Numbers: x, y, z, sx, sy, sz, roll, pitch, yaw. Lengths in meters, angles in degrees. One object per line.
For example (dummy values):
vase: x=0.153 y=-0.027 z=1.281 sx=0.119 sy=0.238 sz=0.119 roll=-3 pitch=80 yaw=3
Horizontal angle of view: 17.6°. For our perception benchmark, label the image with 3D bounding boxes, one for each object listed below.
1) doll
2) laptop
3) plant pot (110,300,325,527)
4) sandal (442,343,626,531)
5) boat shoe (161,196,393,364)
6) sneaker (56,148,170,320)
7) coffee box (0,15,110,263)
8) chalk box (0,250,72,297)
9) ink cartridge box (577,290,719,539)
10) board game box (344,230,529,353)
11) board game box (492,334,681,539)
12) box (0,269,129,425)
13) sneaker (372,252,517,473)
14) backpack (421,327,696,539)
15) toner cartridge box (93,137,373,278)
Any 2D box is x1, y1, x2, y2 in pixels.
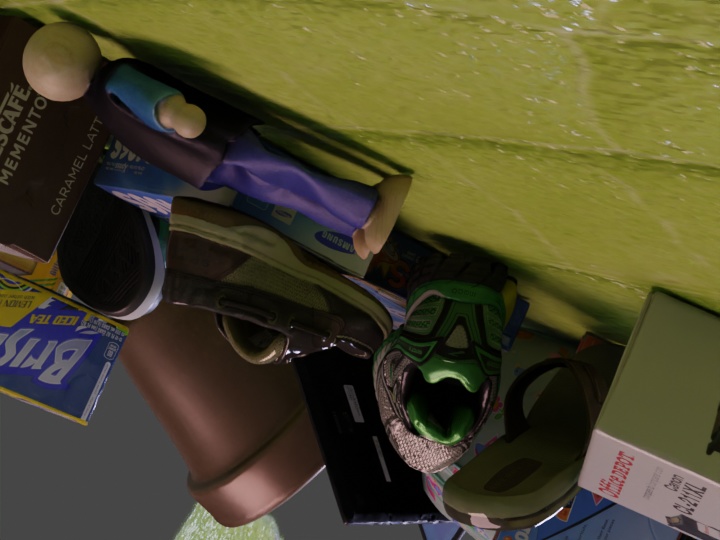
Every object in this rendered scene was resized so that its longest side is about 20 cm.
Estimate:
doll: x=-0.078 y=-0.066 z=1.165 sx=0.200 sy=0.049 sz=0.136 roll=25 pitch=172 yaw=-7
laptop: x=-0.002 y=0.110 z=1.603 sx=0.103 sy=0.177 sz=0.200 roll=-34 pitch=155 yaw=34
plant pot: x=-0.095 y=0.067 z=1.787 sx=0.175 sy=0.200 sz=0.200 roll=46 pitch=168 yaw=-13
sandal: x=0.112 y=0.083 z=1.312 sx=0.080 sy=0.057 sz=0.201 roll=1 pitch=-159 yaw=30
boat shoe: x=-0.051 y=0.018 z=1.269 sx=0.072 sy=0.066 sz=0.201 roll=19 pitch=172 yaw=31
sneaker: x=-0.146 y=-0.017 z=1.508 sx=0.121 sy=0.084 sz=0.200 roll=29 pitch=-164 yaw=-41
coffee box: x=-0.219 y=-0.078 z=1.292 sx=0.080 sy=0.115 sz=0.200 roll=28 pitch=171 yaw=-30
chalk box: x=-0.307 y=-0.049 z=1.792 sx=0.200 sy=0.124 sz=0.124 roll=25 pitch=174 yaw=1
ink cartridge box: x=0.219 y=0.102 z=1.197 sx=0.200 sy=0.083 sz=0.146 roll=23 pitch=166 yaw=9
board game box: x=0.000 y=0.000 z=1.449 sx=0.135 sy=0.035 sz=0.200 roll=27 pitch=172 yaw=-23
board game box: x=0.141 y=0.150 z=1.405 sx=0.103 sy=0.200 sz=0.019 roll=25 pitch=175 yaw=0
box: x=-0.237 y=0.026 z=1.394 sx=0.064 sy=0.070 sz=0.200 roll=20 pitch=174 yaw=44
sneaker: x=0.041 y=0.070 z=1.351 sx=0.078 sy=0.085 sz=0.200 roll=11 pitch=151 yaw=4
backpack: x=0.134 y=0.121 z=1.491 sx=0.200 sy=0.167 sz=0.127 roll=24 pitch=149 yaw=17
toner cartridge box: x=-0.072 y=-0.042 z=1.347 sx=0.095 sy=0.043 sz=0.200 roll=27 pitch=173 yaw=-27
